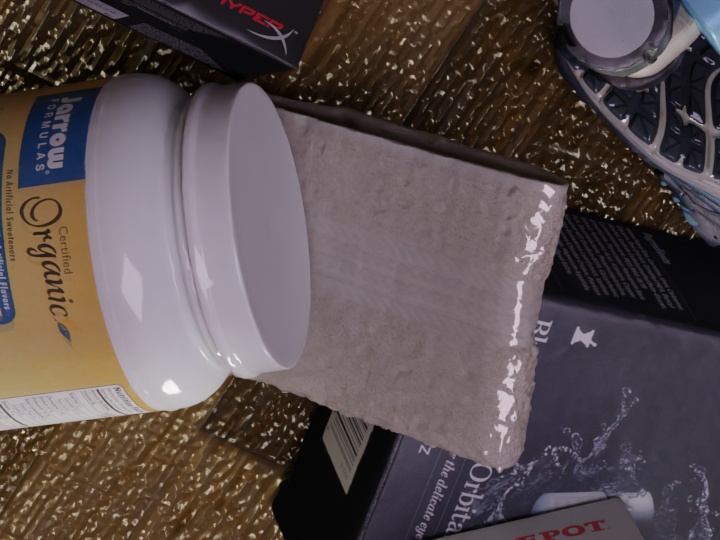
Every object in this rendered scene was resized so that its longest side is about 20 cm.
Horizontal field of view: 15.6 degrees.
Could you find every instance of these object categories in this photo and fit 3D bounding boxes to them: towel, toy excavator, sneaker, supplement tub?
[{"bbox_3d":[0.000,0.000,1.163,0.034,0.200,0.133,-11,114,-51],"label":"towel"},{"bbox_3d":[0.172,-0.151,1.121,0.200,0.100,0.194,-40,81,8],"label":"toy excavator"},{"bbox_3d":[0.166,-0.048,1.236,0.200,0.078,0.086,34,149,-9],"label":"sneaker"},{"bbox_3d":[-0.133,-0.006,1.120,0.200,0.145,0.145,-8,120,13],"label":"supplement tub"}]

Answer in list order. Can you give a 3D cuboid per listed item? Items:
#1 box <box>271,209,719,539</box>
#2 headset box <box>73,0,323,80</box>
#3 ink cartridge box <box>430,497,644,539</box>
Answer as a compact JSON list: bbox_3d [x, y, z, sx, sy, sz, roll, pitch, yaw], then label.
[{"bbox_3d":[0.090,0.080,1.263,0.200,0.117,0.197,12,113,-20],"label":"box"},{"bbox_3d":[-0.064,-0.199,1.067,0.149,0.075,0.200,26,80,-22],"label":"headset box"},{"bbox_3d":[0.078,0.196,1.138,0.148,0.200,0.086,-12,120,-8],"label":"ink cartridge box"}]
